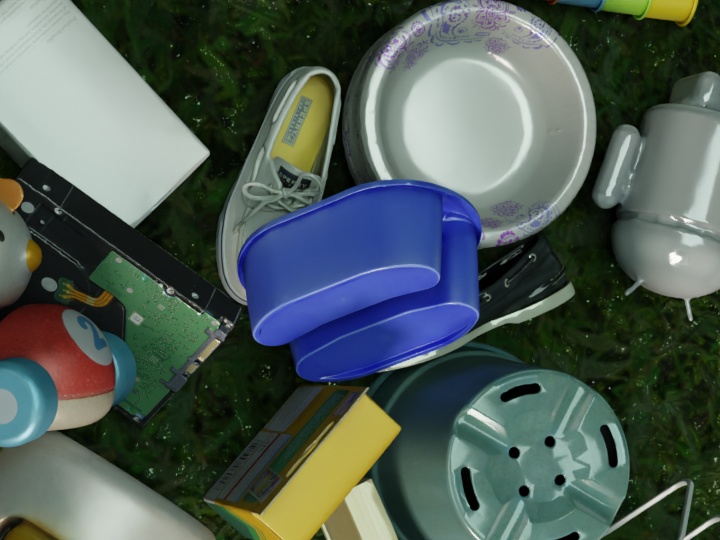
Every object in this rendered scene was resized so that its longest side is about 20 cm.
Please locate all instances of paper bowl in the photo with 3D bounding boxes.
[{"bbox_3d":[0.083,-0.116,1.730,0.200,0.104,0.201,1,86,-16],"label":"paper bowl"}]

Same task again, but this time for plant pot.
[{"bbox_3d":[0.109,0.152,1.675,0.200,0.196,0.201,1,86,-16],"label":"plant pot"}]

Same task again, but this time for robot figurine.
[{"bbox_3d":[0.277,-0.063,1.776,0.169,0.113,0.200,19,82,-12],"label":"robot figurine"}]

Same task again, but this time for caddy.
[{"bbox_3d":[0.000,0.000,1.641,0.141,0.200,0.105,44,32,-47],"label":"caddy"}]

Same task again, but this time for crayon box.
[{"bbox_3d":[-0.043,0.150,1.629,0.052,0.200,0.126,43,77,-10],"label":"crayon box"}]

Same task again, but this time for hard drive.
[{"bbox_3d":[-0.209,0.019,1.631,0.200,0.140,0.038,36,37,-10],"label":"hard drive"}]

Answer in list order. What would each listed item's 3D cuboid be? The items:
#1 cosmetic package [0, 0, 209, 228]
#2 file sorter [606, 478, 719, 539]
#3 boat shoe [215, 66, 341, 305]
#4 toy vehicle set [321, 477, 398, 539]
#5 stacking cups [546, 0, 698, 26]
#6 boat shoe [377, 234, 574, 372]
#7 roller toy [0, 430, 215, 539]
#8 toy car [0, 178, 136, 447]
[{"bbox_3d":[-0.227,-0.123,1.657,0.113,0.081,0.200,-43,99,-14],"label":"cosmetic package"},{"bbox_3d":[0.278,0.289,1.720,0.124,0.139,0.200,-39,99,24],"label":"file sorter"},{"bbox_3d":[-0.057,-0.069,1.695,0.074,0.086,0.202,22,84,-12],"label":"boat shoe"},{"bbox_3d":[0.020,0.259,1.680,0.026,0.124,0.200,-24,94,-15],"label":"toy vehicle set"},{"bbox_3d":[0.184,-0.243,1.789,0.200,0.061,0.061,3,86,-14],"label":"stacking cups"},{"bbox_3d":[0.078,0.024,1.729,0.199,0.074,0.066,-21,102,-12],"label":"boat shoe"},{"bbox_3d":[-0.212,0.214,1.585,0.182,0.200,0.140,38,78,-32],"label":"roller toy"},{"bbox_3d":[-0.267,0.014,1.546,0.177,0.184,0.200,1,96,15],"label":"toy car"}]
